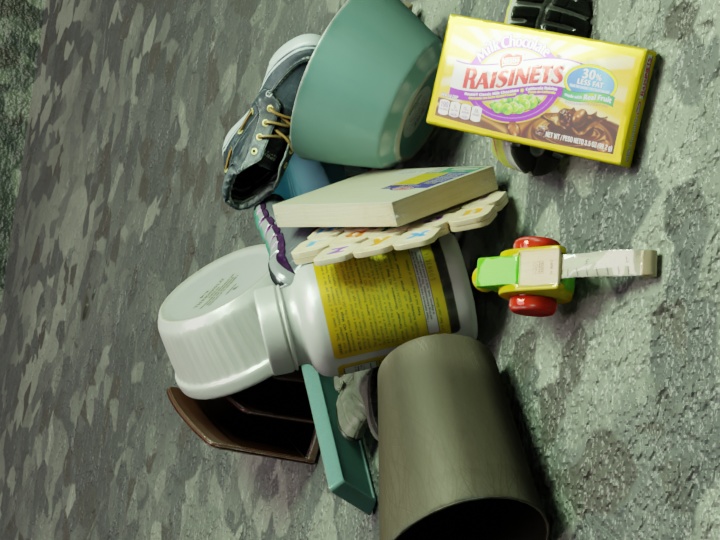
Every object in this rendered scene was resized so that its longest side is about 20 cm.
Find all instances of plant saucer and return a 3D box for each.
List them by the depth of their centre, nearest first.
[{"bbox_3d":[-0.024,0.169,1.794,0.019,0.070,0.200,-36,42,21],"label":"plant saucer"}]

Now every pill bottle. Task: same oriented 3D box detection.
[{"bbox_3d":[0.004,0.037,1.590,0.112,0.200,0.113,167,90,-88],"label":"pill bottle"}]

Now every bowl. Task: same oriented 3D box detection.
[{"bbox_3d":[0.023,-0.185,1.727,0.201,0.105,0.201,-55,-18,-27],"label":"bowl"}]

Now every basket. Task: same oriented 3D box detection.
[{"bbox_3d":[0.079,0.169,1.489,0.180,0.136,0.200,-55,30,40],"label":"basket"}]

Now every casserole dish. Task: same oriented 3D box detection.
[{"bbox_3d":[-0.050,-0.072,1.870,0.121,0.039,0.200,21,134,44],"label":"casserole dish"}]

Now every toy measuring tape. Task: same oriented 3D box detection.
[{"bbox_3d":[0.182,0.004,1.434,0.200,0.074,0.074,-5,75,42],"label":"toy measuring tape"}]

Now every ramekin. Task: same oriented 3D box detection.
[{"bbox_3d":[-0.138,0.051,1.892,0.094,0.202,0.202,62,166,-21],"label":"ramekin"}]

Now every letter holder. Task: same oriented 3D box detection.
[{"bbox_3d":[-0.136,0.138,1.955,0.200,0.142,0.101,36,113,64],"label":"letter holder"}]

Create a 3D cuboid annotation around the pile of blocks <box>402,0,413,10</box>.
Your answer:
[{"bbox_3d":[-0.019,-0.228,1.824,0.200,0.062,0.082,-55,-19,-25],"label":"pile of blocks"}]

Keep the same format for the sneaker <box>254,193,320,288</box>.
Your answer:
[{"bbox_3d":[-0.053,-0.033,1.738,0.087,0.074,0.200,-31,32,7],"label":"sneaker"}]

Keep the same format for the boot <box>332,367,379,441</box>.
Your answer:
[{"bbox_3d":[0.016,0.136,1.726,0.200,0.068,0.131,-94,24,-49],"label":"boot"}]

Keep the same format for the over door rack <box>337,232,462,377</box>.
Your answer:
[{"bbox_3d":[0.000,0.000,1.719,0.200,0.067,0.148,-49,25,-3],"label":"over door rack"}]

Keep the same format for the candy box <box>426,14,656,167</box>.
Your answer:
[{"bbox_3d":[0.155,-0.159,1.456,0.200,0.026,0.102,15,94,33],"label":"candy box"}]

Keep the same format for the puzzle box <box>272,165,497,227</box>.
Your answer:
[{"bbox_3d":[0.022,-0.072,1.640,0.200,0.133,0.025,2,109,54],"label":"puzzle box"}]

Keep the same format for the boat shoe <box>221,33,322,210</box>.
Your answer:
[{"bbox_3d":[-0.084,-0.151,1.746,0.200,0.071,0.091,-53,26,38],"label":"boat shoe"}]

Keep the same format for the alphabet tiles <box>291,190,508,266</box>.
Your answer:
[{"bbox_3d":[0.038,-0.041,1.591,0.196,0.200,0.015,-47,-57,-66],"label":"alphabet tiles"}]

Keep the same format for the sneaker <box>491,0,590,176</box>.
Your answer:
[{"bbox_3d":[0.152,-0.186,1.538,0.090,0.078,0.200,180,101,-72],"label":"sneaker"}]

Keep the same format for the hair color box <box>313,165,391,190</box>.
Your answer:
[{"bbox_3d":[-0.033,-0.126,1.938,0.200,0.061,0.099,148,128,-60],"label":"hair color box"}]
